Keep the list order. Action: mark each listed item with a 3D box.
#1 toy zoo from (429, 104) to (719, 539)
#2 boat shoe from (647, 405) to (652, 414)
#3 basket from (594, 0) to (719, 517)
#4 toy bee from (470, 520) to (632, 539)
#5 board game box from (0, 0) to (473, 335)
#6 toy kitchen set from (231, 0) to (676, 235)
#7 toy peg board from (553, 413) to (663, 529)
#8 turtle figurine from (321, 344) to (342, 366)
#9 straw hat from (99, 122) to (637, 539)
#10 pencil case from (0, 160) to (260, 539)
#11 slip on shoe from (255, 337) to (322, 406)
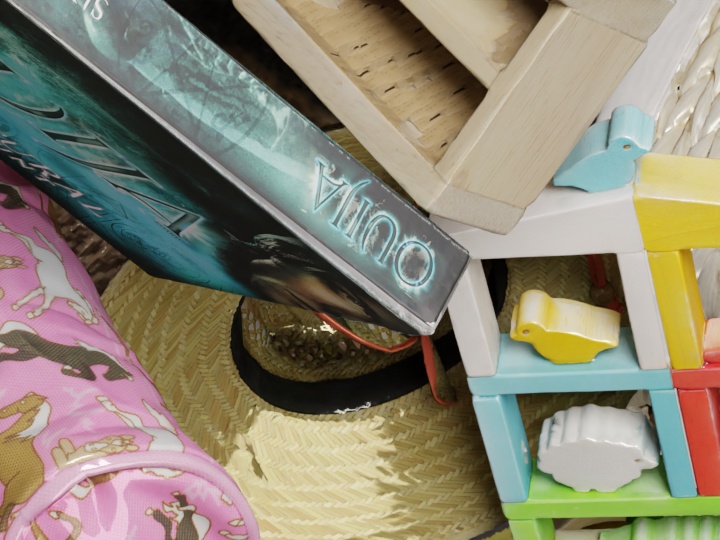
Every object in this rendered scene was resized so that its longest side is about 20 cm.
[{"bbox_3d":[0.097,0.029,0.880,0.130,0.021,0.201,-2,136,15],"label":"toy zoo"},{"bbox_3d":[0.061,0.022,1.077,0.068,0.072,0.200,-39,142,7],"label":"boat shoe"},{"bbox_3d":[0.188,-0.008,1.024,0.201,0.160,0.198,-63,145,-19],"label":"basket"},{"bbox_3d":[0.066,0.141,1.094,0.131,0.200,0.109,-45,-168,-22],"label":"toy bee"},{"bbox_3d":[-0.079,-0.052,0.733,0.200,0.135,0.028,38,74,-34],"label":"board game box"},{"bbox_3d":[-0.025,-0.143,0.716,0.199,0.181,0.164,14,117,-50],"label":"toy kitchen set"},{"bbox_3d":[0.098,0.198,1.259,0.200,0.098,0.200,-34,146,-25],"label":"toy peg board"},{"bbox_3d":[-0.061,0.093,0.987,0.161,0.064,0.201,-32,112,-10],"label":"turtle figurine"},{"bbox_3d":[0.000,0.000,0.931,0.200,0.085,0.202,-8,133,-8],"label":"straw hat"},{"bbox_3d":[-0.100,0.029,0.812,0.086,0.200,0.083,8,120,-34],"label":"pencil case"},{"bbox_3d":[-0.060,0.106,1.062,0.076,0.061,0.200,8,123,-48],"label":"slip on shoe"}]
